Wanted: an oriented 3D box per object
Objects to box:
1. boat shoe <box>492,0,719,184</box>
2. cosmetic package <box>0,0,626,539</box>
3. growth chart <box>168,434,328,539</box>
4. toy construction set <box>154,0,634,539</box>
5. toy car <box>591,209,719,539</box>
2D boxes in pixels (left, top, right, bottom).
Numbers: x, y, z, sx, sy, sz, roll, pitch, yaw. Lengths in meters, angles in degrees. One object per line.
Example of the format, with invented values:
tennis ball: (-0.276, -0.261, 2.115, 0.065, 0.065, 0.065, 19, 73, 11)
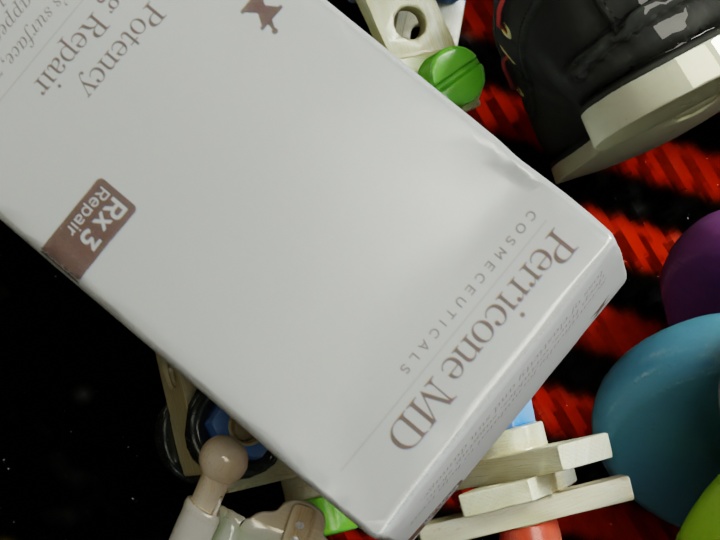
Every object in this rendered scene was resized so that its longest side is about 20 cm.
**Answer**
boat shoe: (0.076, -0.066, 0.775, 0.073, 0.201, 0.063, -29, 84, 2)
cosmetic package: (-0.036, -0.028, 0.724, 0.200, 0.074, 0.102, 38, 88, 11)
growth chart: (0.014, 0.148, 0.775, 0.199, 0.018, 0.145, 26, 107, -11)
toy construction set: (0.000, 0.000, 0.799, 0.130, 0.092, 0.201, -12, 73, -20)
toy car: (0.156, 0.032, 0.813, 0.199, 0.175, 0.150, -30, 53, -20)
